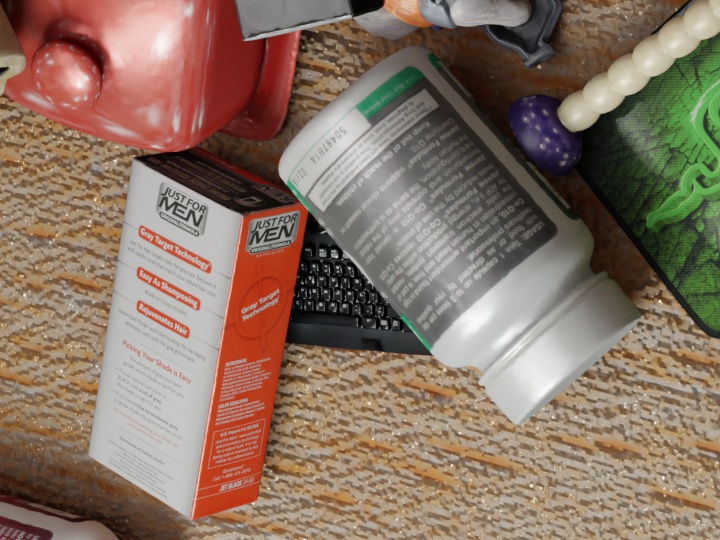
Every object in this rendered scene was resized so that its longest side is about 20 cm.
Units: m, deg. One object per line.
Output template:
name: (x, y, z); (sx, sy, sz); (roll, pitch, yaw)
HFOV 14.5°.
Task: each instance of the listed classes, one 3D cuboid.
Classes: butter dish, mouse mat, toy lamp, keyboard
butter dish: (-0.144, -0.146, 1.635); (0.200, 0.148, 0.199); (19, 132, 10)
mouse mat: (0.218, -0.077, 1.567); (0.200, 0.008, 0.161); (-43, 78, 27)
toy lamp: (0.172, -0.124, 1.550); (0.200, 0.058, 0.058); (-36, 81, 31)
keyboard: (0.000, 0.000, 1.681); (0.200, 0.040, 0.104); (3, 101, 27)

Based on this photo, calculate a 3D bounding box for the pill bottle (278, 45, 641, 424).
pill bottle: (0.057, -0.019, 1.584); (0.200, 0.113, 0.113); (49, 118, 7)

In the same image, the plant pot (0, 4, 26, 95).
plant pot: (-0.289, -0.157, 1.574); (0.200, 0.200, 0.184); (-35, 85, 29)

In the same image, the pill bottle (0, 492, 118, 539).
pill bottle: (-0.219, 0.204, 1.795); (0.200, 0.114, 0.114); (14, 106, 26)

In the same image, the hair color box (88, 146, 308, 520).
hair color box: (-0.099, 0.037, 1.709); (0.102, 0.061, 0.200); (28, 118, 37)

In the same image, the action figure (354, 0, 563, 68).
action figure: (0.047, -0.216, 1.583); (0.200, 0.105, 0.193); (41, 106, 15)

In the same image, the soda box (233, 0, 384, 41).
soda box: (-0.047, -0.230, 1.540); (0.071, 0.063, 0.200); (-12, 97, 18)
